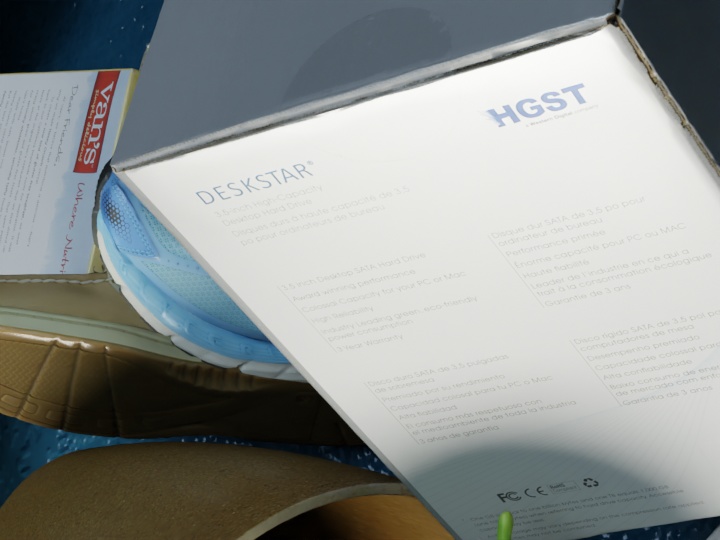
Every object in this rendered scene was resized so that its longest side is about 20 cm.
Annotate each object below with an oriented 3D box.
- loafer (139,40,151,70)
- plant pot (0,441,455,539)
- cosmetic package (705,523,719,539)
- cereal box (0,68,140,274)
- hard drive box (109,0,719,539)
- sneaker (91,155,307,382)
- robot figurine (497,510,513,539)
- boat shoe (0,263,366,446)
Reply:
[{"bbox_3d":[-0.026,-0.062,0.906,0.200,0.067,0.076,25,95,38],"label":"loafer"},{"bbox_3d":[-0.061,0.139,0.833,0.200,0.186,0.187,22,94,53],"label":"plant pot"},{"bbox_3d":[0.096,0.173,0.751,0.200,0.082,0.051,-52,56,17],"label":"cosmetic package"},{"bbox_3d":[-0.147,-0.014,0.974,0.200,0.039,0.144,7,84,55],"label":"cereal box"},{"bbox_3d":[0.053,-0.011,0.636,0.156,0.200,0.077,-13,45,30],"label":"hard drive box"},{"bbox_3d":[0.000,0.000,0.804,0.078,0.200,0.090,-66,3,-37],"label":"sneaker"},{"bbox_3d":[0.016,0.174,0.685,0.175,0.116,0.200,38,104,7],"label":"robot figurine"},{"bbox_3d":[-0.070,0.024,0.865,0.074,0.199,0.067,119,155,-54],"label":"boat shoe"}]
